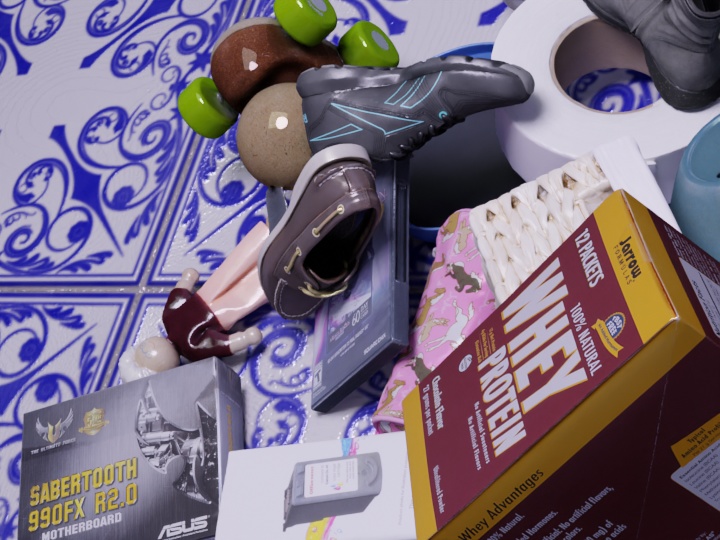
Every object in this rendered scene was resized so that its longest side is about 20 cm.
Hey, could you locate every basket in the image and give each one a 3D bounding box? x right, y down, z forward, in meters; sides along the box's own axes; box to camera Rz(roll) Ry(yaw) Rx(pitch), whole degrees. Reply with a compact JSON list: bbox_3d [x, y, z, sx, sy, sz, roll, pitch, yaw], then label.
[{"bbox_3d":[0.159,0.031,0.918,0.123,0.200,0.136,-19,52,3],"label":"basket"}]

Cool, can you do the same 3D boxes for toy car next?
[{"bbox_3d":[-0.051,-0.116,1.171,0.164,0.158,0.200,-39,47,28],"label":"toy car"}]

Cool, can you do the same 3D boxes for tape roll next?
[{"bbox_3d":[0.206,-0.146,1.079,0.202,0.071,0.203,-4,58,7],"label":"tape roll"}]

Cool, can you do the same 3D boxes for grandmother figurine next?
[{"bbox_3d":[-0.135,0.035,1.196,0.200,0.061,0.121,-43,37,-6],"label":"grandmother figurine"}]

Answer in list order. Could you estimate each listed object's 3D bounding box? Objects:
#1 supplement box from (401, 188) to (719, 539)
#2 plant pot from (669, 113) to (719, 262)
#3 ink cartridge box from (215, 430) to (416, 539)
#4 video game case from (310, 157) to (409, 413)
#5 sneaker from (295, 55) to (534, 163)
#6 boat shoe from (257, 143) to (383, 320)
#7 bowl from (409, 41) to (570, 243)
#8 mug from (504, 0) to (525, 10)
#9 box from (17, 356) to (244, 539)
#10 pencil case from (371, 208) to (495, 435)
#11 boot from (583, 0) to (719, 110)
[{"bbox_3d":[0.164,0.102,0.776,0.197,0.200,0.133,-47,23,23],"label":"supplement box"},{"bbox_3d":[0.290,-0.041,0.908,0.200,0.135,0.200,-29,28,18],"label":"plant pot"},{"bbox_3d":[0.021,0.182,0.942,0.199,0.148,0.086,-11,53,25],"label":"ink cartridge box"},{"bbox_3d":[0.000,0.000,1.107,0.143,0.019,0.201,-44,38,50],"label":"video game case"},{"bbox_3d":[0.043,-0.124,1.053,0.199,0.075,0.080,-1,89,30],"label":"sneaker"},{"bbox_3d":[-0.032,-0.015,1.078,0.072,0.200,0.060,-5,56,-26],"label":"boat shoe"},{"bbox_3d":[0.093,-0.110,1.175,0.200,0.039,0.201,-16,52,21],"label":"bowl"},{"bbox_3d":[0.184,-0.315,1.183,0.186,0.149,0.154,-22,54,50],"label":"mug"},{"bbox_3d":[-0.193,0.175,1.128,0.199,0.048,0.159,-17,58,19],"label":"box"},{"bbox_3d":[0.075,0.053,1.045,0.086,0.083,0.200,-34,32,62],"label":"pencil case"},{"bbox_3d":[0.221,-0.228,1.008,0.068,0.131,0.200,-24,57,-6],"label":"boot"}]
